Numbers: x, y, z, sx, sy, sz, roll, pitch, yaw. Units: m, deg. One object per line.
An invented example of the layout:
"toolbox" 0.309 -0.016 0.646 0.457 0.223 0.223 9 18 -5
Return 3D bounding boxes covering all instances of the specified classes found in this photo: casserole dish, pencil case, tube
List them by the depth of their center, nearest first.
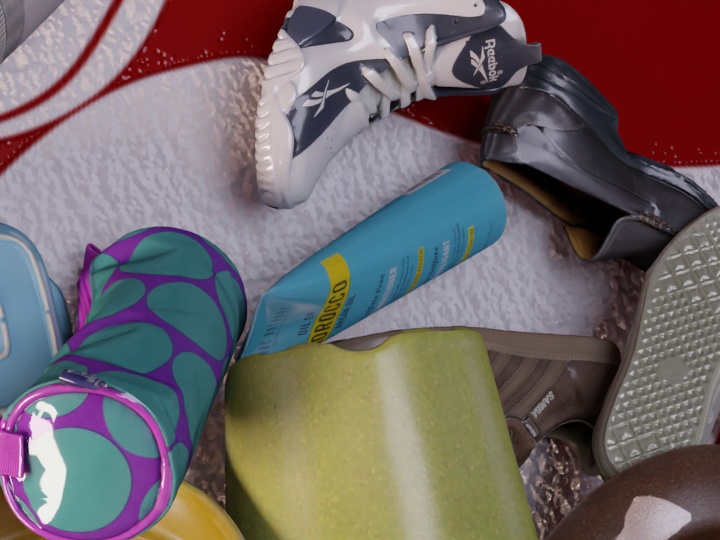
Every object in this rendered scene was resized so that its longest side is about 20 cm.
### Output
"pencil case" -0.113 0.050 1.350 0.092 0.085 0.200 18 24 1
"casserole dish" -0.223 0.036 1.371 0.199 0.039 0.122 -11 84 -33
"tube" 0.000 0.000 1.482 0.050 0.078 0.200 36 42 22

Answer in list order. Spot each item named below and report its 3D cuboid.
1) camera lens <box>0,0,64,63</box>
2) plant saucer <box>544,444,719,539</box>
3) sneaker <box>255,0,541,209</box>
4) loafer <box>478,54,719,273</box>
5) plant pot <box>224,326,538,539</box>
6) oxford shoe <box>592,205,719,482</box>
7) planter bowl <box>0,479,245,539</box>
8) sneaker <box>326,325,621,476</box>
"camera lens" -0.209 -0.177 1.359 0.160 0.160 0.200 48 59 -12
"plant saucer" 0.164 0.188 1.495 0.200 0.037 0.201 -16 124 -25
"sneaker" 0.027 -0.109 1.504 0.129 0.080 0.200 15 56 11
"loafer" 0.140 -0.032 1.581 0.200 0.073 0.072 39 60 -18
"plant pot" 0.008 0.128 1.383 0.200 0.200 0.185 -5 83 -31
"oxford shoe" 0.178 0.046 1.538 0.075 0.058 0.201 24 62 8
"planter bowl" -0.138 0.193 1.331 0.201 0.200 0.084 -51 146 -30
"sneaker" 0.062 0.073 1.512 0.199 0.070 0.076 2 78 -30
